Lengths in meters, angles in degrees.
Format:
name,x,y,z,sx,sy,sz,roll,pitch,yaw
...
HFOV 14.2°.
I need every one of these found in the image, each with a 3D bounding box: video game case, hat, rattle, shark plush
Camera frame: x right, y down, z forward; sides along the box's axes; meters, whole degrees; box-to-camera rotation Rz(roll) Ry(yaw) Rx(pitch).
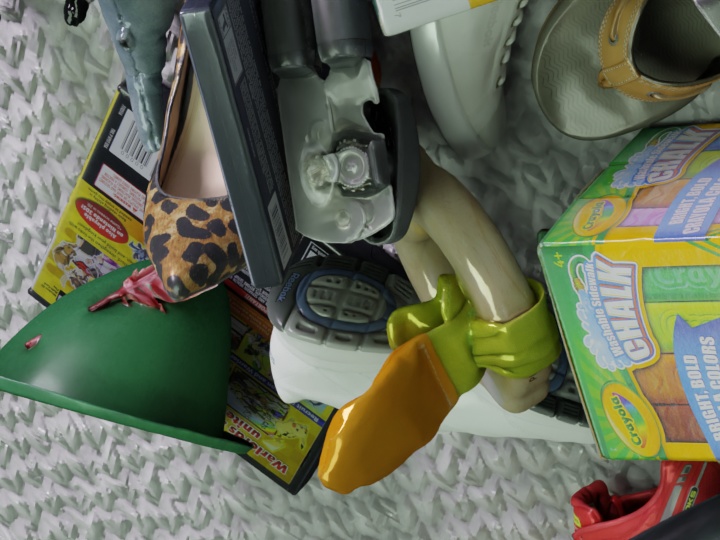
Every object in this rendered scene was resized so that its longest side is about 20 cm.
name,x,y,z,sx,sy,sz,roll,pitch,yaw
video game case,-0.080,0.009,1.625,0.200,0.026,0.181,37,133,7
hat,-0.109,-0.003,1.589,0.199,0.166,0.177,15,89,10
rattle,0.000,0.000,1.435,0.143,0.130,0.200,-37,70,3
shark plush,-0.138,-0.158,1.510,0.090,0.083,0.201,18,128,24
video game case,-0.041,-0.102,1.404,0.019,0.200,0.143,-7,117,15

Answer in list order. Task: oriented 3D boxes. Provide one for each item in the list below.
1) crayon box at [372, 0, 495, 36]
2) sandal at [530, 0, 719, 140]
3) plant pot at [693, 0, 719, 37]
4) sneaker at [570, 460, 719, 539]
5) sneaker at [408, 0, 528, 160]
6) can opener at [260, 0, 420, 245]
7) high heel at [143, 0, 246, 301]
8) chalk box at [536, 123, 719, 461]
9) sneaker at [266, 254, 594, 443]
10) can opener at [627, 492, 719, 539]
name,x,y,z,sx,sy,sz,roll,pitch,yaw
crayon box,0.085,-0.198,1.301,0.199,0.052,0.126,-18,113,2
sandal,0.154,-0.110,1.359,0.199,0.055,0.082,-16,110,40
plant pot,0.274,-0.112,1.182,0.177,0.200,0.200,-39,94,23
sneaker,0.138,0.155,1.549,0.085,0.077,0.200,46,124,6
sneaker,0.064,-0.136,1.395,0.084,0.073,0.201,-7,132,7
can opener,-0.012,-0.111,1.365,0.053,0.067,0.201,-9,87,28
high heel,-0.076,-0.088,1.438,0.071,0.200,0.143,2,125,13
chalk box,0.169,0.009,1.381,0.199,0.124,0.125,-3,118,36
sneaker,0.046,0.052,1.522,0.199,0.075,0.087,16,141,2
can opener,0.196,0.119,1.445,0.200,0.063,0.079,-36,55,16
